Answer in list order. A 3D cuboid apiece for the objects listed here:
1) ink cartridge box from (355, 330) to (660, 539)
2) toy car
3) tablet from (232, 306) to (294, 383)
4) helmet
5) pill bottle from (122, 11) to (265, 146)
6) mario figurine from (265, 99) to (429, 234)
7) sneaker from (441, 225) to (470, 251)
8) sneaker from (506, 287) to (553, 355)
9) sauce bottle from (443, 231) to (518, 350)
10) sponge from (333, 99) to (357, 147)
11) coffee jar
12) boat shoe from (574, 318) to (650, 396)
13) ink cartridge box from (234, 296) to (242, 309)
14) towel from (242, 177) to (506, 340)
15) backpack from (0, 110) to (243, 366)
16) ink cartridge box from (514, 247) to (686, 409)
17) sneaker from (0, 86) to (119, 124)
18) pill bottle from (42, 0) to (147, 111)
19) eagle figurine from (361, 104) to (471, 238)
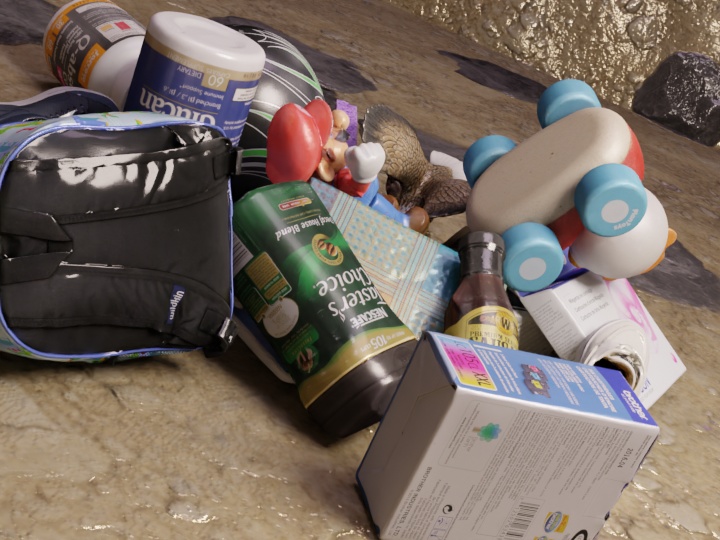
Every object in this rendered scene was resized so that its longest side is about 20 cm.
[{"bbox_3d":[0.116,0.132,0.841,0.199,0.137,0.076,14,27,-21],"label":"ink cartridge box"},{"bbox_3d":[0.220,-0.043,1.145,0.200,0.177,0.185,42,22,-32],"label":"toy car"},{"bbox_3d":[-0.020,0.063,1.053,0.199,0.014,0.130,3,28,-40],"label":"tablet"},{"bbox_3d":[-0.127,-0.158,1.252,0.190,0.201,0.200,1,27,-19],"label":"helmet"},{"bbox_3d":[-0.169,-0.128,1.102,0.111,0.201,0.111,18,21,-7],"label":"pill bottle"},{"bbox_3d":[-0.007,-0.104,1.147,0.200,0.123,0.106,39,46,-42],"label":"mario figurine"},{"bbox_3d":[0.107,0.004,1.252,0.075,0.071,0.199,31,32,35],"label":"sneaker"},{"bbox_3d":[0.110,0.041,1.152,0.200,0.079,0.079,17,23,-47],"label":"sneaker"},{"bbox_3d":[0.097,0.060,0.969,0.066,0.066,0.201,15,57,-19],"label":"sauce bottle"},{"bbox_3d":[-0.033,-0.116,1.342,0.030,0.112,0.200,17,21,-7],"label":"sponge"},{"bbox_3d":[-0.032,0.030,0.929,0.200,0.085,0.104,55,34,11],"label":"coffee jar"},{"bbox_3d":[0.219,0.097,1.039,0.071,0.070,0.200,49,44,2],"label":"boat shoe"},{"bbox_3d":[-0.113,-0.016,1.096,0.099,0.039,0.200,26,14,10],"label":"ink cartridge box"},{"bbox_3d":[0.016,0.022,1.015,0.199,0.022,0.147,28,62,-2],"label":"towel"},{"bbox_3d":[-0.203,-0.024,0.856,0.146,0.184,0.199,9,10,42],"label":"backpack"},{"bbox_3d":[0.239,0.048,1.198,0.201,0.043,0.196,58,29,7],"label":"ink cartridge box"},{"bbox_3d":[-0.284,-0.121,1.125,0.146,0.077,0.202,24,27,37],"label":"sneaker"},{"bbox_3d":[-0.278,-0.230,1.368,0.116,0.117,0.200,3,27,-42],"label":"pill bottle"},{"bbox_3d":[0.068,-0.093,1.311,0.151,0.152,0.200,-1,-21,-6],"label":"eagle figurine"}]
